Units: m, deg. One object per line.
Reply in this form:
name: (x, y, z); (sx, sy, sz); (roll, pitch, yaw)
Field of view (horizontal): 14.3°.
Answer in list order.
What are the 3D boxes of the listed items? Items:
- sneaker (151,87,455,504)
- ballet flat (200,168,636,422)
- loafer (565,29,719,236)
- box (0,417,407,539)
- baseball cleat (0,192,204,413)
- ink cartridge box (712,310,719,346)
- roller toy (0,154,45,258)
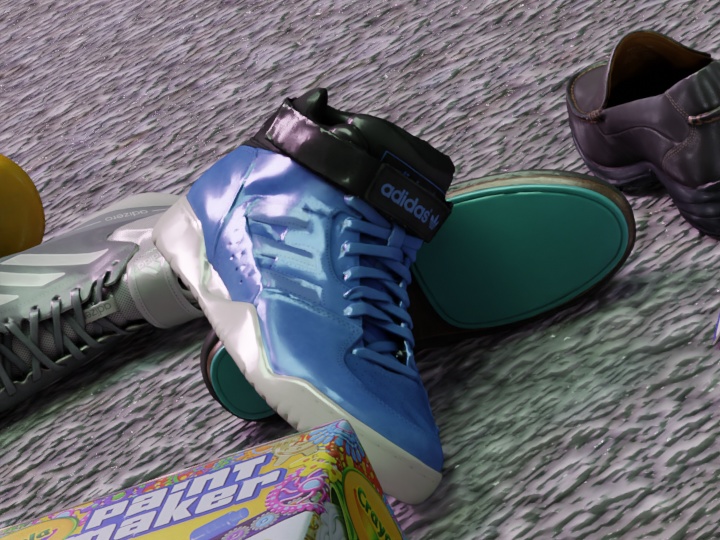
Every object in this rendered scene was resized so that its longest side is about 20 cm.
sneaker: (-0.001, -0.001, 1.142); (0.111, 0.077, 0.200); (-48, 40, 7)
ballet flat: (0.022, 0.002, 1.228); (0.200, 0.068, 0.068); (-21, 12, 10)
loafer: (0.137, -0.077, 1.272); (0.073, 0.072, 0.200); (-31, 20, -11)
box: (-0.030, 0.177, 0.658); (0.122, 0.200, 0.193); (-19, 20, 19)
baseball cleat: (-0.140, 0.017, 1.372); (0.200, 0.070, 0.106); (-38, 23, -29)
ink cartridge box: (0.199, -0.061, 1.101); (0.200, 0.037, 0.095); (-60, 1, 31)
roller toy: (-0.278, -0.008, 1.439); (0.183, 0.200, 0.140); (-61, 21, 4)
